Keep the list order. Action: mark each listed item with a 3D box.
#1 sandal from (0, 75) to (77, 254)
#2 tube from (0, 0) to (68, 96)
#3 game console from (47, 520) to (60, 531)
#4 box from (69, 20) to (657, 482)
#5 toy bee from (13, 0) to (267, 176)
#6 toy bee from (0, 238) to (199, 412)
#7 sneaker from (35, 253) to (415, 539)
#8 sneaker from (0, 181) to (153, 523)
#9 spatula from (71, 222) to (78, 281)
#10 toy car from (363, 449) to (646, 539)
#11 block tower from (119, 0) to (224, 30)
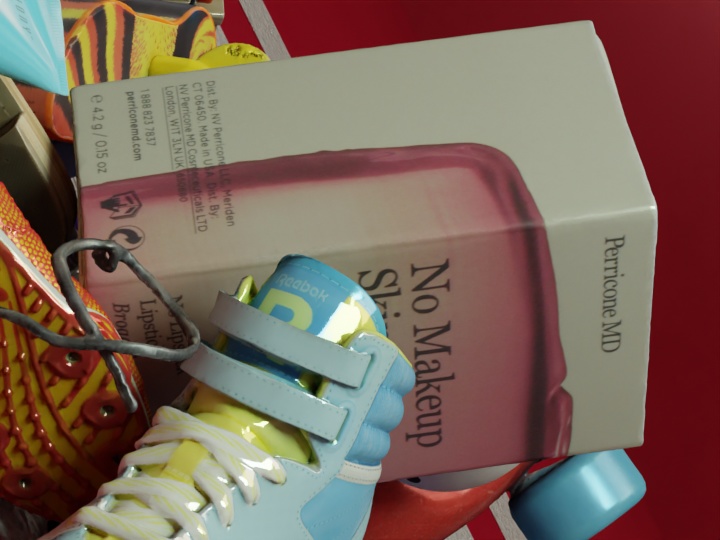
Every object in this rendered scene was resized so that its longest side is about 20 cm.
[{"bbox_3d":[-0.155,-0.100,0.802,0.070,0.077,0.212,-78,151,-55],"label":"sandal"},{"bbox_3d":[-0.161,-0.103,0.682,0.200,0.050,0.078,7,77,-55],"label":"tube"},{"bbox_3d":[-0.049,0.170,0.879,0.200,0.118,0.171,-23,118,-80],"label":"game console"},{"bbox_3d":[0.000,0.000,0.832,0.109,0.200,0.128,-101,-175,-46],"label":"box"},{"bbox_3d":[-0.103,-0.087,0.964,0.200,0.131,0.109,112,-10,-81],"label":"toy bee"},{"bbox_3d":[-0.157,0.006,0.524,0.200,0.109,0.131,39,20,-2],"label":"toy bee"},{"bbox_3d":[-0.053,0.060,0.696,0.079,0.131,0.200,25,17,21],"label":"sneaker"},{"bbox_3d":[-0.125,-0.001,0.736,0.200,0.073,0.077,61,11,-25],"label":"sneaker"},{"bbox_3d":[-0.118,0.008,0.906,0.057,0.021,0.200,52,12,-3],"label":"spatula"},{"bbox_3d":[0.020,0.060,0.977,0.184,0.177,0.200,56,-4,6],"label":"toy car"},{"bbox_3d":[-0.089,-0.148,1.056,0.200,0.054,0.058,122,-34,-61],"label":"block tower"}]
